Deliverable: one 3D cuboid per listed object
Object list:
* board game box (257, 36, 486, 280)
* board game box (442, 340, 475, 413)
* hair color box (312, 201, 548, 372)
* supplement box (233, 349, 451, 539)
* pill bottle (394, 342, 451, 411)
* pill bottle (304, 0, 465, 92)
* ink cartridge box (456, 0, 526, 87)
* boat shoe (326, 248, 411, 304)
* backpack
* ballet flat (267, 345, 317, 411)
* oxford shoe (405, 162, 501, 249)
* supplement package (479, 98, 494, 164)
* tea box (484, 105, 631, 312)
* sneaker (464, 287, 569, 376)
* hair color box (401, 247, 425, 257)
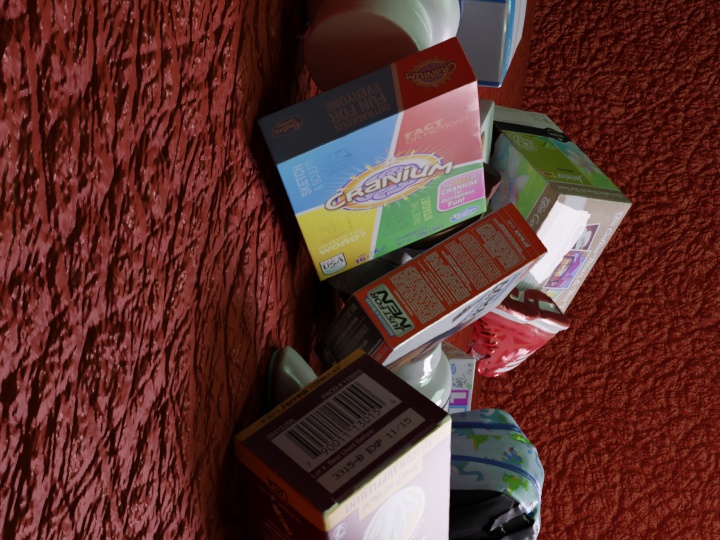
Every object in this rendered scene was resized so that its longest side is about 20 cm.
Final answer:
[{"bbox_3d":[0.016,-0.076,0.933,0.200,0.152,0.041,72,-5,-65],"label":"board game box"},{"bbox_3d":[0.068,0.140,1.410,0.200,0.034,0.136,-150,-117,-68],"label":"board game box"},{"bbox_3d":[0.063,0.026,1.112,0.199,0.064,0.111,-28,166,-33],"label":"hair color box"},{"bbox_3d":[-0.010,0.184,0.947,0.131,0.103,0.201,-34,140,-30],"label":"supplement box"},{"bbox_3d":[0.033,0.130,1.238,0.111,0.110,0.201,-73,169,-45],"label":"pill bottle"},{"bbox_3d":[0.023,-0.218,0.961,0.120,0.118,0.201,86,14,-45],"label":"pill bottle"},{"bbox_3d":[0.079,-0.242,1.182,0.200,0.143,0.085,-62,156,-63],"label":"ink cartridge box"},{"bbox_3d":[0.001,0.000,1.165,0.072,0.070,0.201,-62,171,0],"label":"boat shoe"},{"bbox_3d":[0.070,0.205,1.149,0.164,0.198,0.154,63,39,-36],"label":"backpack"},{"bbox_3d":[-0.035,0.140,1.023,0.068,0.063,0.201,-72,165,-47],"label":"ballet flat"},{"bbox_3d":[0.079,-0.046,1.173,0.200,0.070,0.075,-34,150,-58],"label":"oxford shoe"},{"bbox_3d":[0.079,-0.115,1.363,0.200,0.108,0.115,-60,154,-66],"label":"supplement package"},{"bbox_3d":[0.186,-0.064,1.519,0.197,0.133,0.201,52,-53,40],"label":"tea box"},{"bbox_3d":[0.145,0.071,1.410,0.116,0.199,0.079,-50,-134,20],"label":"sneaker"},{"bbox_3d":[0.072,0.013,1.402,0.200,0.064,0.110,-43,139,-74],"label":"hair color box"}]
